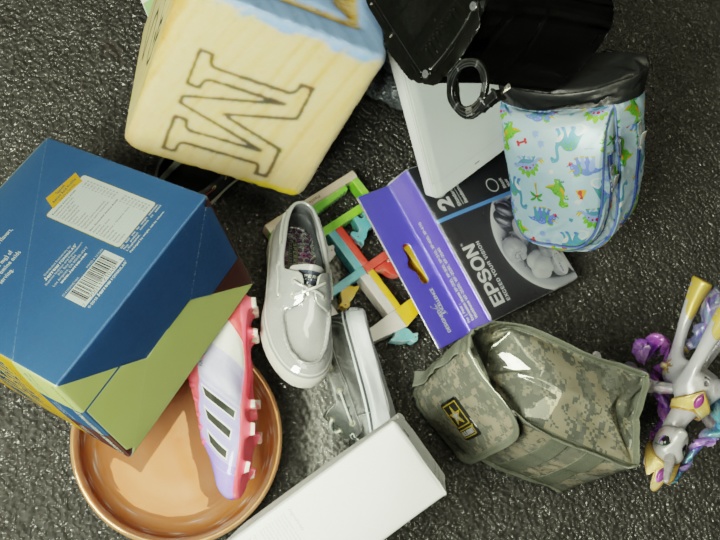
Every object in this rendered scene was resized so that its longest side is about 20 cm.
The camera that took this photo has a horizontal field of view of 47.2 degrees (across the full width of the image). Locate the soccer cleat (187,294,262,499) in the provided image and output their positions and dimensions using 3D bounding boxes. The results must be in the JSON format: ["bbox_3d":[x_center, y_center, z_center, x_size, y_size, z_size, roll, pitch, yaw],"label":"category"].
[{"bbox_3d":[-0.134,0.114,0.780,0.076,0.067,0.202,-2,69,0],"label":"soccer cleat"}]

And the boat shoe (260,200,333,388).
[{"bbox_3d":[-0.056,0.017,0.819,0.071,0.069,0.201,10,49,-13],"label":"boat shoe"}]

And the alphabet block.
[{"bbox_3d":[-0.107,-0.227,0.821,0.195,0.200,0.197,16,47,-21],"label":"alphabet block"}]

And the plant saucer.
[{"bbox_3d":[-0.176,0.163,0.800,0.198,0.037,0.202,6,69,-15],"label":"plant saucer"}]

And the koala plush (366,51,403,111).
[{"bbox_3d":[0.079,-0.294,0.952,0.177,0.200,0.184,-39,84,-25],"label":"koala plush"}]

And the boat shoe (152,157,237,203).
[{"bbox_3d":[-0.155,-0.133,0.900,0.073,0.063,0.202,34,59,2],"label":"boat shoe"}]

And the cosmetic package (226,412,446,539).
[{"bbox_3d":[-0.022,0.219,0.744,0.199,0.113,0.081,-35,82,3],"label":"cosmetic package"}]

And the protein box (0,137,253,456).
[{"bbox_3d":[-0.245,0.018,0.737,0.199,0.135,0.199,20,62,26],"label":"protein box"}]

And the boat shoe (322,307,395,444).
[{"bbox_3d":[-0.004,0.141,0.846,0.070,0.072,0.202,-15,78,5],"label":"boat shoe"}]

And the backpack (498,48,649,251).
[{"bbox_3d":[0.232,-0.121,0.905,0.162,0.201,0.154,10,48,32],"label":"backpack"}]

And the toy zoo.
[{"bbox_3d":[0.000,0.000,0.919,0.131,0.020,0.201,-35,83,-24],"label":"toy zoo"}]

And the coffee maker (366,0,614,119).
[{"bbox_3d":[0.128,-0.222,0.762,0.199,0.134,0.194,-7,82,-39],"label":"coffee maker"}]

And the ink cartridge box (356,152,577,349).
[{"bbox_3d":[0.124,-0.037,0.943,0.199,0.043,0.199,-23,78,-29],"label":"ink cartridge box"}]

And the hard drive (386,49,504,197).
[{"bbox_3d":[0.098,-0.197,0.881,0.132,0.026,0.201,-37,128,-25],"label":"hard drive"}]

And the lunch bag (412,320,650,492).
[{"bbox_3d":[0.159,0.137,0.833,0.199,0.164,0.118,22,63,-6],"label":"lunch bag"}]

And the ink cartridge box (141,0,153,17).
[{"bbox_3d":[-0.202,-0.375,0.956,0.145,0.048,0.201,-25,78,6],"label":"ink cartridge box"}]

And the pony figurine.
[{"bbox_3d":[0.335,0.112,0.865,0.165,0.193,0.201,23,104,1],"label":"pony figurine"}]
